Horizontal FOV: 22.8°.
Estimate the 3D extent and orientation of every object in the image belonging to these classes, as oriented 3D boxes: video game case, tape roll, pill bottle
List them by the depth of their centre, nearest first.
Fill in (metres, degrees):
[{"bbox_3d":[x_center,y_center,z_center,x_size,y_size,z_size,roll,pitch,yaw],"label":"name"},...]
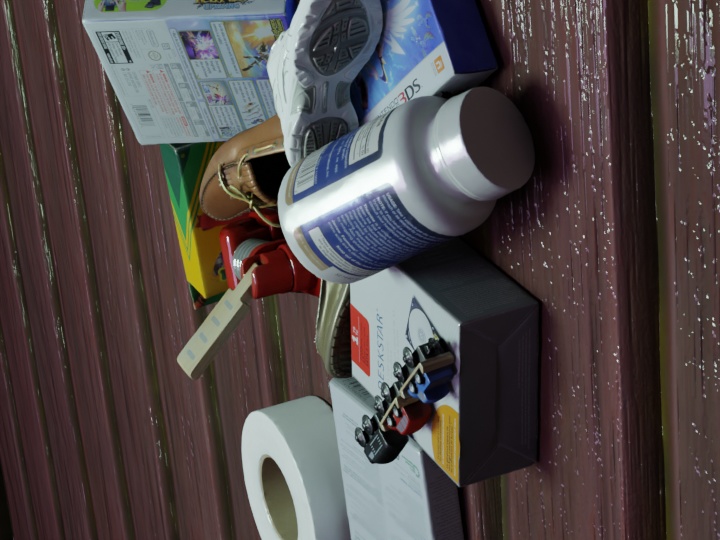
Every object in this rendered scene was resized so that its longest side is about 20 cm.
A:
[{"bbox_3d":[0.037,-0.069,1.392,0.200,0.111,0.111,-24,80,43],"label":"pill bottle"},{"bbox_3d":[0.022,-0.213,1.452,0.181,0.045,0.201,-38,66,57],"label":"video game case"},{"bbox_3d":[-0.135,-0.187,1.617,0.200,0.180,0.046,73,-161,-61],"label":"video game case"},{"bbox_3d":[-0.059,0.240,1.917,0.202,0.071,0.203,46,144,50],"label":"tape roll"}]

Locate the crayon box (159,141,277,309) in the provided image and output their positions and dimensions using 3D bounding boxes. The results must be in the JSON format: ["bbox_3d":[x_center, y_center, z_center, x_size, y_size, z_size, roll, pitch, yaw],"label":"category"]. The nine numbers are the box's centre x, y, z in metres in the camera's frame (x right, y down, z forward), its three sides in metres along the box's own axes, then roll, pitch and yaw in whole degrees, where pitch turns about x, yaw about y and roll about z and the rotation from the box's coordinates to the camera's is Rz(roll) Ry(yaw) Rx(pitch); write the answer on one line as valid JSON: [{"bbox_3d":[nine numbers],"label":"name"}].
[{"bbox_3d":[-0.121,-0.059,1.796,0.051,0.127,0.201,39,144,53],"label":"crayon box"}]

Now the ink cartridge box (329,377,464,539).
[{"bbox_3d":[0.038,0.220,1.715,0.196,0.043,0.201,33,136,58],"label":"ink cartridge box"}]

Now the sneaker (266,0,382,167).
[{"bbox_3d":[-0.042,-0.181,1.456,0.100,0.078,0.201,57,145,40],"label":"sneaker"}]

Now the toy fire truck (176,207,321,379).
[{"bbox_3d":[-0.094,0.011,1.691,0.176,0.199,0.129,15,117,64],"label":"toy fire truck"}]

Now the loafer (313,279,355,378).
[{"bbox_3d":[0.000,0.000,1.601,0.067,0.076,0.201,41,123,52],"label":"loafer"}]

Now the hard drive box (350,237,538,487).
[{"bbox_3d":[0.067,0.061,1.501,0.200,0.076,0.157,-138,40,-54],"label":"hard drive box"}]

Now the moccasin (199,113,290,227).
[{"bbox_3d":[-0.083,-0.089,1.645,0.201,0.074,0.078,-24,47,42],"label":"moccasin"}]

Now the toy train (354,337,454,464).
[{"bbox_3d":[0.036,0.112,1.462,0.046,0.034,0.200,63,155,20],"label":"toy train"}]
